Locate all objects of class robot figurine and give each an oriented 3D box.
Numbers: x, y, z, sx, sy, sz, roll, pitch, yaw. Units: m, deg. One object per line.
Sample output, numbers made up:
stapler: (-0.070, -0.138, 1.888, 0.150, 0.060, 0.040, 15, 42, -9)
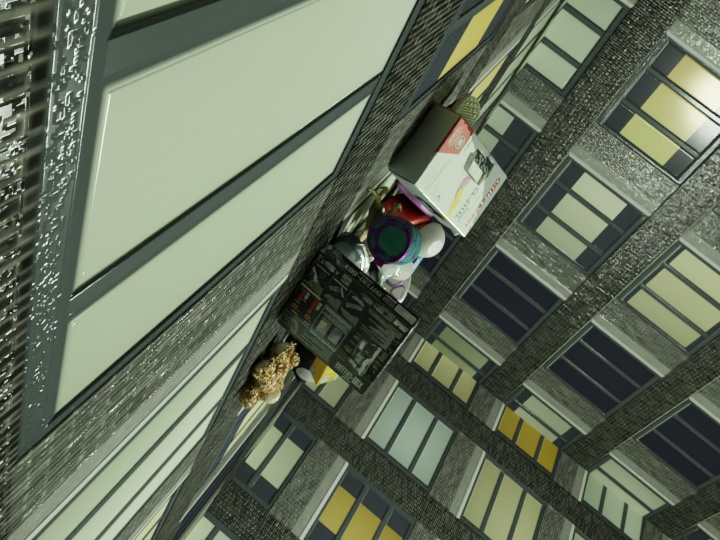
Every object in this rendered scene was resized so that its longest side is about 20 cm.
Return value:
robot figurine: (-0.099, 0.172, 1.484, 0.151, 0.123, 0.202, -53, 177, -47)

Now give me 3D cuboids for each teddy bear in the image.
teddy bear: (-0.178, 0.213, 1.286, 0.145, 0.066, 0.202, -45, 170, -50)

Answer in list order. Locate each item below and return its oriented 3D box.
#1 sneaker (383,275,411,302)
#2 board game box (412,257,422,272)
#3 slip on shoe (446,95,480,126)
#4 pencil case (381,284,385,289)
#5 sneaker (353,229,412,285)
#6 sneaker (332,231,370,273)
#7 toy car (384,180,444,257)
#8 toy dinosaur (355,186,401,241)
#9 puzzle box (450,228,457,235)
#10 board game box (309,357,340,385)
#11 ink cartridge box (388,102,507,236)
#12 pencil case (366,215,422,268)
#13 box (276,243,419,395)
sneaker: (0.065, -0.007, 1.487, 0.101, 0.073, 0.204, 103, -22, -57)
board game box: (0.054, -0.012, 1.572, 0.201, 0.149, 0.037, -51, 143, -24)
slip on shoe: (0.152, -0.262, 1.244, 0.200, 0.075, 0.061, -47, -153, -20)
pencil case: (-0.033, 0.094, 1.363, 0.196, 0.079, 0.090, -24, 146, -11)
sneaker: (0.044, -0.003, 1.335, 0.074, 0.091, 0.199, -21, 148, 28)
sneaker: (-0.048, 0.018, 1.134, 0.086, 0.077, 0.201, -45, 171, -42)
toy car: (0.123, -0.145, 1.412, 0.148, 0.176, 0.202, 19, 113, -47)
toy dinosaur: (0.031, -0.102, 1.188, 0.102, 0.058, 0.201, -50, 174, -30)
puzzle box: (0.202, -0.197, 1.473, 0.025, 0.204, 0.134, -18, 162, -22)
board game box: (-0.010, 0.157, 1.357, 0.150, 0.041, 0.202, -12, 148, -31)
ink cartridge box: (0.165, -0.179, 1.185, 0.147, 0.082, 0.199, -54, 135, 1)
pencil case: (0.066, -0.051, 1.190, 0.094, 0.084, 0.200, -57, 171, 5)
box: (-0.023, 0.083, 1.077, 0.159, 0.198, 0.050, -55, 172, 24)
